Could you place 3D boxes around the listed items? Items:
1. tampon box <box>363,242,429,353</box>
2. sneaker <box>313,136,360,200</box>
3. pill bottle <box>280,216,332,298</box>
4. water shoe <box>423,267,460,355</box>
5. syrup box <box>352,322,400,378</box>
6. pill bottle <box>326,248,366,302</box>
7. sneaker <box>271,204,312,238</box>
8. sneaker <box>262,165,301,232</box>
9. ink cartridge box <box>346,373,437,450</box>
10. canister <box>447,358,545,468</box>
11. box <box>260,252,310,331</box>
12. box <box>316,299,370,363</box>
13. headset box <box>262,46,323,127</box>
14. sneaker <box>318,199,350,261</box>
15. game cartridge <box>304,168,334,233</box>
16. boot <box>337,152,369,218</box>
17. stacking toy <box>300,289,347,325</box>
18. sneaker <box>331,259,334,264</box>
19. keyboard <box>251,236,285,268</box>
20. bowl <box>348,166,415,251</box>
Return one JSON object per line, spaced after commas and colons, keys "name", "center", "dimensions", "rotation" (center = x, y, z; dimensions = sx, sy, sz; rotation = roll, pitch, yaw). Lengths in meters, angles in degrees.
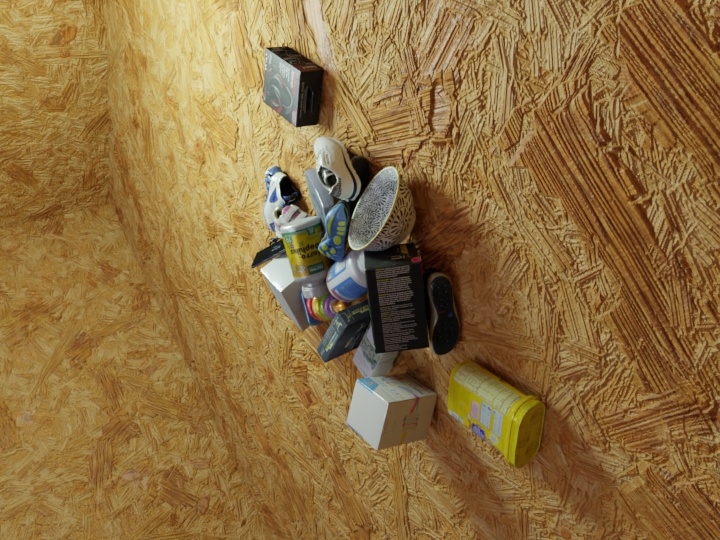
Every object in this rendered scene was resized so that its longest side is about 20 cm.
{"name": "tampon box", "center": [0.079, 0.059, 1.303], "dimensions": [0.150, 0.124, 0.204], "rotation": [-94, -2, -70]}
{"name": "sneaker", "center": [-0.071, -0.248, 1.361], "dimensions": [0.201, 0.079, 0.077], "rotation": [59, 137, 33]}
{"name": "pill bottle", "center": [-0.139, -0.034, 1.554], "dimensions": [0.112, 0.112, 0.204], "rotation": [3, 111, 55]}
{"name": "water shoe", "center": [0.179, 0.091, 1.302], "dimensions": [0.079, 0.070, 0.204], "rotation": [-116, 19, -66]}
{"name": "syrup box", "center": [0.054, 0.198, 1.507], "dimensions": [0.079, 0.080, 0.202], "rotation": [53, 143, 28]}
{"name": "pill bottle", "center": [0.000, 0.000, 1.461], "dimensions": [0.199, 0.111, 0.114], "rotation": [-34, 78, 56]}
{"name": "sneaker", "center": [-0.186, -0.138, 1.652], "dimensions": [0.197, 0.082, 0.089], "rotation": [5, 136, 38]}
{"name": "sneaker", "center": [-0.235, -0.202, 1.736], "dimensions": [0.115, 0.079, 0.203], "rotation": [31, 128, 47]}
{"name": "ink cartridge box", "center": [0.088, 0.344, 1.442], "dimensions": [0.128, 0.197, 0.128], "rotation": [27, 109, 46]}
{"name": "canister", "center": [0.279, 0.294, 1.219], "dimensions": [0.199, 0.085, 0.151], "rotation": [30, 129, 47]}
{"name": "box", "center": [-0.199, 0.064, 1.733], "dimensions": [0.124, 0.097, 0.202], "rotation": [40, 161, 39]}
{"name": "box", "center": [-0.018, 0.153, 1.521], "dimensions": [0.051, 0.156, 0.201], "rotation": [55, 143, 21]}
{"name": "headset box", "center": [-0.175, -0.479, 1.516], "dimensions": [0.200, 0.074, 0.151], "rotation": [44, 138, 36]}
{"name": "sneaker", "center": [-0.054, -0.093, 1.409], "dimensions": [0.070, 0.083, 0.201], "rotation": [24, 145, 6]}
{"name": "game cartridge", "center": [-0.100, -0.178, 1.516], "dimensions": [0.201, 0.041, 0.135], "rotation": [-118, 17, -48]}
{"name": "boot", "center": [-0.046, -0.216, 1.466], "dimensions": [0.154, 0.072, 0.207], "rotation": [43, 136, 42]}
{"name": "stacking toy", "center": [-0.079, 0.095, 1.599], "dimensions": [0.199, 0.108, 0.118], "rotation": [4, 110, 65]}
{"name": "sneaker", "center": [-0.137, -0.062, 1.681], "dimensions": [0.199, 0.072, 0.114], "rotation": [39, 127, 35]}
{"name": "keyboard", "center": [-0.244, -0.077, 1.745], "dimensions": [0.198, 0.128, 0.021], "rotation": [-24, 123, 28]}
{"name": "bowl", "center": [0.063, -0.120, 1.297], "dimensions": [0.201, 0.093, 0.203], "rotation": [-46, 30, 37]}
